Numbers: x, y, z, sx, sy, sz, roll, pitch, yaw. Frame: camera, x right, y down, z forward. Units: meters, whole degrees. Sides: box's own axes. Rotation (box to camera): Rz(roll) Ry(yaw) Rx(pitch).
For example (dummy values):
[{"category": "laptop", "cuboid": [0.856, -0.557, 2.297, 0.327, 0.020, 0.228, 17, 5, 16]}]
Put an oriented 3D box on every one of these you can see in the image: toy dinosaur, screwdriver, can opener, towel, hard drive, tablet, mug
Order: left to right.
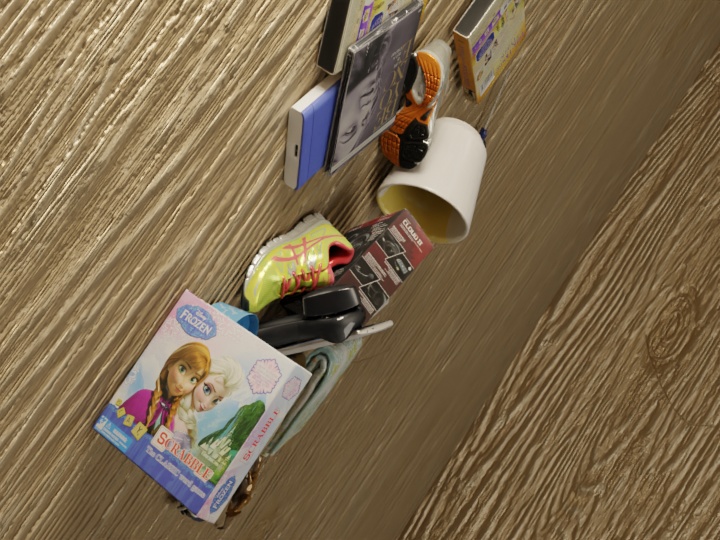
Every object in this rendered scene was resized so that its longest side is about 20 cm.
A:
[{"category": "toy dinosaur", "cuboid": [-0.196, 0.368, 1.940, 0.201, 0.060, 0.106, -63, 163, 16]}, {"category": "can opener", "cuboid": [-0.088, 0.074, 1.596, 0.198, 0.079, 0.063, -16, -177, 11]}, {"category": "towel", "cuboid": [-0.082, 0.185, 1.843, 0.201, 0.048, 0.171, -54, 174, 16]}, {"category": "tablet", "cuboid": [-0.062, 0.104, 1.717, 0.130, 0.198, 0.014, -10, 85, -67]}, {"category": "hard drive", "cuboid": [-0.023, -0.205, 1.514, 0.200, 0.025, 0.133, -46, 158, -34]}, {"category": "mug", "cuboid": [0.106, -0.147, 1.825, 0.150, 0.185, 0.154, 47, 57, -40]}, {"category": "screwdriver", "cuboid": [0.218, -0.260, 2.077, 0.029, 0.028, 0.201, -7, 131, -30]}]

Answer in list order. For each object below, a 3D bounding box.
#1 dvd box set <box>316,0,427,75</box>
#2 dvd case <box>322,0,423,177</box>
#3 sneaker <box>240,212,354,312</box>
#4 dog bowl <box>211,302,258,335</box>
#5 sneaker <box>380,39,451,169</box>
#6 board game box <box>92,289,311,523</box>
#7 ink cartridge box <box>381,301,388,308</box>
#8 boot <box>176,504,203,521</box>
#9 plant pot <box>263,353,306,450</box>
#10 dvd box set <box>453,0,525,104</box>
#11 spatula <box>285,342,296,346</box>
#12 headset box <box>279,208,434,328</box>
[{"category": "dvd box set", "cuboid": [0.028, -0.333, 1.430, 0.200, 0.029, 0.147, -40, 155, -43]}, {"category": "dvd case", "cuboid": [0.015, -0.227, 1.505, 0.149, 0.016, 0.201, -43, 159, -39]}, {"category": "sneaker", "cuboid": [-0.081, -0.002, 1.590, 0.200, 0.090, 0.079, -43, 158, -38]}, {"category": "dog bowl", "cuboid": [-0.209, 0.122, 1.512, 0.200, 0.049, 0.112, -49, 160, -24]}, {"category": "sneaker", "cuboid": [0.090, -0.235, 1.701, 0.092, 0.075, 0.201, -49, 164, -46]}, {"category": "board game box", "cuboid": [-0.186, 0.151, 1.382, 0.200, 0.199, 0.041, -57, 145, -6]}, {"category": "ink cartridge box", "cuboid": [-0.006, 0.050, 1.959, 0.200, 0.042, 0.120, -43, 157, -45]}, {"category": "boot", "cuboid": [-0.235, 0.321, 1.735, 0.091, 0.072, 0.200, -64, 163, -1]}, {"category": "plant pot", "cuboid": [-0.143, 0.203, 1.742, 0.201, 0.027, 0.200, -55, -168, 18]}, {"category": "dvd box set", "cuboid": [0.199, -0.360, 1.818, 0.147, 0.029, 0.200, -55, 161, -11]}, {"category": "spatula", "cuboid": [-0.117, 0.151, 1.847, 0.057, 0.020, 0.202, -89, -162, -70]}, {"category": "headset box", "cuboid": [0.000, 0.000, 1.720, 0.200, 0.077, 0.148, -46, -163, -33]}]
